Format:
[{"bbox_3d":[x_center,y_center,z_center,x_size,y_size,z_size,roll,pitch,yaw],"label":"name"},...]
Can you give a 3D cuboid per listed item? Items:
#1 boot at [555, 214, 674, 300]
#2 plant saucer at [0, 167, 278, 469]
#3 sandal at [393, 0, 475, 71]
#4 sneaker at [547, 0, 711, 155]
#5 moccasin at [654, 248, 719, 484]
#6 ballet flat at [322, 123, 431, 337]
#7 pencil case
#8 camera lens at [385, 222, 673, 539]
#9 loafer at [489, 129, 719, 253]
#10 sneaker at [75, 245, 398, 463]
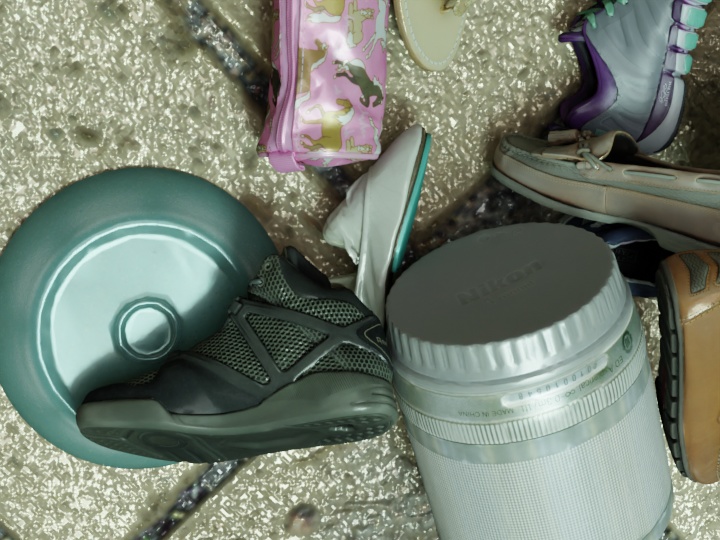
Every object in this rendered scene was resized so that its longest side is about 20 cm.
[{"bbox_3d":[0.234,-0.003,0.873,0.198,0.090,0.074,1,99,-15],"label":"boot"},{"bbox_3d":[-0.138,0.036,0.812,0.198,0.036,0.202,-2,99,-14],"label":"plant saucer"},{"bbox_3d":[0.074,-0.232,0.790,0.077,0.069,0.214,-1,99,-48],"label":"sandal"},{"bbox_3d":[0.182,-0.180,0.841,0.087,0.074,0.202,8,98,-11],"label":"sneaker"},{"bbox_3d":[0.224,0.062,0.784,0.077,0.074,0.202,-9,130,4],"label":"moccasin"},{"bbox_3d":[0.000,0.000,0.832,0.069,0.069,0.202,7,98,-16],"label":"ballet flat"},{"bbox_3d":[-0.022,-0.163,0.784,0.086,0.083,0.202,-2,101,-15],"label":"pencil case"},{"bbox_3d":[0.109,0.092,0.805,0.159,0.160,0.201,-22,117,-10],"label":"camera lens"},{"bbox_3d":[0.176,-0.062,0.807,0.072,0.199,0.063,-25,131,-48],"label":"loafer"},{"bbox_3d":[-0.077,0.054,0.778,0.198,0.076,0.115,-11,62,13],"label":"sneaker"}]
